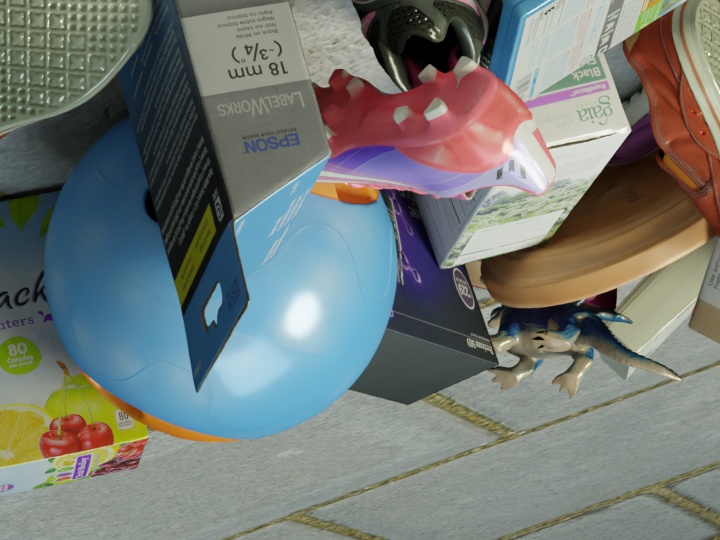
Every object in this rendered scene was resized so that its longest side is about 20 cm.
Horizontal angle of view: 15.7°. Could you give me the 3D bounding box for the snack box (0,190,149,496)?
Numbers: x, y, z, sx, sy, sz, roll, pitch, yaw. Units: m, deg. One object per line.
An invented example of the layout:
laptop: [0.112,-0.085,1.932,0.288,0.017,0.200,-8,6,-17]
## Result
snack box: [-0.244,0.052,1.562,0.200,0.169,0.068,-10,160,-16]

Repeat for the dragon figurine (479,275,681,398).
dragon figurine: [0.142,0.031,1.759,0.200,0.059,0.099,-3,-140,47]

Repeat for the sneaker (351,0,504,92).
sneaker: [0.034,-0.126,1.396,0.080,0.086,0.200,-19,164,16]

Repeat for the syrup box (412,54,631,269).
syrup box: [0.093,-0.076,1.618,0.079,0.081,0.200,-14,163,-16]

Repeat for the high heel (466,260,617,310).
high heel: [0.080,0.011,1.860,0.200,0.096,0.067,-17,163,3]

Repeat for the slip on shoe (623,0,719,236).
slip on shoe: [0.214,-0.070,1.582,0.061,0.200,0.074,-10,-157,35]

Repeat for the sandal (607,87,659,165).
sandal: [0.224,-0.106,1.699,0.082,0.050,0.203,-6,162,-31]

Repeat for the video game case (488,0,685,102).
video game case: [0.157,-0.164,1.404,0.200,0.018,0.143,-32,166,-12]

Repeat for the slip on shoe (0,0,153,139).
slip on shoe: [-0.183,-0.102,1.329,0.200,0.074,0.061,-33,-168,29]

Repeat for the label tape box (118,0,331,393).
label tape box: [-0.066,-0.057,1.323,0.063,0.200,0.144,-10,163,-17]

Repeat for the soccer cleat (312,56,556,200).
soccer cleat: [0.021,-0.062,1.340,0.067,0.076,0.200,-53,-156,-24]

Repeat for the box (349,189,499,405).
box: [0.000,0.000,1.674,0.079,0.141,0.200,-22,163,21]

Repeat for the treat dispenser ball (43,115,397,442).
treat dispenser ball: [-0.079,-0.002,1.486,0.201,0.201,0.201,-15,163,-5]

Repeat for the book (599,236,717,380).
book: [0.255,-0.008,1.894,0.200,0.048,0.134,-46,170,-6]

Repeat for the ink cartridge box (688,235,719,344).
ink cartridge box: [0.306,-0.047,1.697,0.165,0.075,0.200,-9,121,-55]

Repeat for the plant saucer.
plant saucer: [0.171,-0.039,1.751,0.200,0.032,0.200,-24,-162,8]
